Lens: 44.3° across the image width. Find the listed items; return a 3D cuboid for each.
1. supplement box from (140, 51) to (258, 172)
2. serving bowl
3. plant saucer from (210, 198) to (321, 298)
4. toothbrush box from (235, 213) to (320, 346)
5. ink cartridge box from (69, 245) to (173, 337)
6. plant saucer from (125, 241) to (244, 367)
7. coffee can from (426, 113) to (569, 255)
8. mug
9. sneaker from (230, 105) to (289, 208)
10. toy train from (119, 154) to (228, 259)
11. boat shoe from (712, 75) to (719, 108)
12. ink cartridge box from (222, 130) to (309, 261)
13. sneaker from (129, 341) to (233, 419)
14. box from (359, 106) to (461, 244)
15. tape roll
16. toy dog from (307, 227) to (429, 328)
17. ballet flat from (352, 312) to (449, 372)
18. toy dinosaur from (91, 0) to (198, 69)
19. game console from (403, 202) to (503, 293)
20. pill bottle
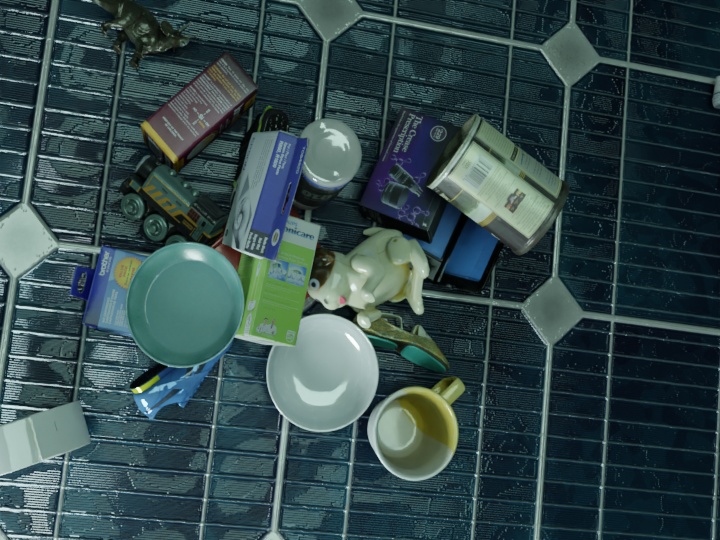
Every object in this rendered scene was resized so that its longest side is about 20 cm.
[{"bbox_3d":[-0.279,-0.271,1.538,0.200,0.110,0.086,-44,94,-13],"label":"supplement box"},{"bbox_3d":[-0.067,0.174,1.547,0.195,0.066,0.206,0,94,-5],"label":"serving bowl"},{"bbox_3d":[-0.168,-0.021,1.572,0.198,0.037,0.202,-36,91,-13],"label":"plant saucer"},{"bbox_3d":[-0.149,0.018,1.471,0.084,0.145,0.205,14,80,-25],"label":"toothbrush box"},{"bbox_3d":[-0.387,0.042,1.500,0.195,0.076,0.140,13,81,-8],"label":"ink cartridge box"},{"bbox_3d":[-0.284,0.057,1.446,0.195,0.036,0.205,0,81,2],"label":"plant saucer"},{"bbox_3d":[0.230,-0.145,1.490,0.198,0.146,0.148,35,78,-7],"label":"coffee can"},{"bbox_3d":[0.094,0.274,1.533,0.182,0.153,0.153,-8,85,-13],"label":"mug"},{"bbox_3d":[-0.183,-0.194,1.571,0.071,0.082,0.204,27,81,-36],"label":"sneaker"},{"bbox_3d":[-0.318,-0.104,1.504,0.199,0.085,0.114,42,110,3],"label":"toy train"},{"bbox_3d":[0.812,-0.360,1.792,0.195,0.074,0.069,5,85,-10],"label":"boat shoe"},{"bbox_3d":[-0.158,-0.124,1.427,0.040,0.199,0.204,16,89,-26],"label":"ink cartridge box"},{"bbox_3d":[-0.294,0.178,1.515,0.198,0.066,0.080,-33,107,-14],"label":"sneaker"},{"bbox_3d":[0.101,-0.173,1.600,0.138,0.079,0.204,21,78,12],"label":"box"},{"bbox_3d":[-0.526,0.268,1.380,0.198,0.202,0.072,-17,86,-13],"label":"tape roll"},{"bbox_3d":[0.000,0.000,1.528,0.195,0.141,0.197,-13,59,-16],"label":"toy dog"},{"bbox_3d":[0.077,0.120,1.595,0.196,0.071,0.072,21,80,-9],"label":"ballet flat"},{"bbox_3d":[-0.395,-0.428,1.561,0.198,0.077,0.103,34,67,-1],"label":"toy dinosaur"},{"bbox_3d":[0.169,-0.082,1.607,0.173,0.116,0.203,28,79,-7],"label":"game console"},{"bbox_3d":[-0.073,-0.175,1.520,0.111,0.200,0.117,3,79,-14],"label":"pill bottle"}]
